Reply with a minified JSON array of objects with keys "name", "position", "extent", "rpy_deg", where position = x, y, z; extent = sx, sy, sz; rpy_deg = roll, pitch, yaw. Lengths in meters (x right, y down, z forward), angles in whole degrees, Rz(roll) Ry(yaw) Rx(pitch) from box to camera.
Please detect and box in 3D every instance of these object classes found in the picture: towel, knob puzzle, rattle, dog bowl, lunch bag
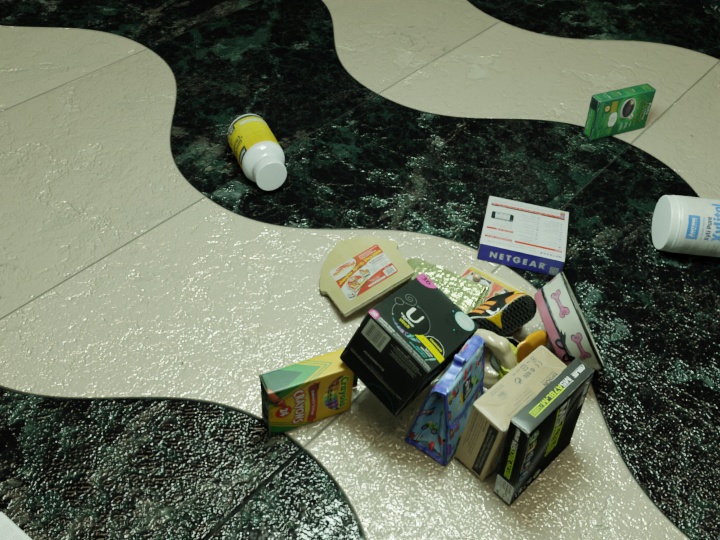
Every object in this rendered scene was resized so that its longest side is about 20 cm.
[{"name":"towel","position":[0.160,0.061,1.643],"extent":[0.196,0.037,0.150],"rpy_deg":[21,61,20]},{"name":"knob puzzle","position":[0.000,0.000,1.696],"extent":[0.214,0.031,0.223],"rpy_deg":[-12,45,12]},{"name":"rattle","position":[0.237,0.144,1.508],"extent":[0.198,0.131,0.144],"rpy_deg":[-4,42,51]},{"name":"dog bowl","position":[0.406,0.110,1.533],"extent":[0.073,0.201,0.203],"rpy_deg":[-25,42,15]},{"name":"knob puzzle","position":[0.261,0.070,1.668],"extent":[0.214,0.031,0.223],"rpy_deg":[3,45,-2]},{"name":"lunch bag","position":[0.162,0.216,1.386],"extent":[0.093,0.203,0.150],"rpy_deg":[27,48,23]}]

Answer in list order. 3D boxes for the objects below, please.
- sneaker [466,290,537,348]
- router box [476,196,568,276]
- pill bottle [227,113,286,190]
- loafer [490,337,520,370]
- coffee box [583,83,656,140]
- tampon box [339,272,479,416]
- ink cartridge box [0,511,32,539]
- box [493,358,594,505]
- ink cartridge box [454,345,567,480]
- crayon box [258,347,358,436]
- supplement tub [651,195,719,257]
[{"name":"sneaker","position":[0.254,0.100,1.572],"extent":[0.196,0.071,0.090],"rpy_deg":[-25,14,-2]},{"name":"router box","position":[0.380,-0.083,1.822],"extent":[0.195,0.050,0.181],"rpy_deg":[13,45,9]},{"name":"pill bottle","position":[-0.253,-0.291,1.936],"extent":[0.110,0.114,0.201],"rpy_deg":[-15,47,-19]},{"name":"loafer","position":[0.339,0.199,1.513],"extent":[0.198,0.071,0.075],"rpy_deg":[33,50,26]},{"name":"coffee box","position":[0.719,-0.442,2.170],"extent":[0.196,0.125,0.044],"rpy_deg":[-16,44,-19]},{"name":"tampon box","position":[0.089,0.126,1.395],"extent":[0.150,0.127,0.199],"rpy_deg":[43,38,12]},{"name":"ink cartridge box","position":[-0.563,0.487,1.161],"extent":[0.171,0.044,0.200],"rpy_deg":[29,49,22]},{"name":"box","position":[0.313,0.277,1.337],"extent":[0.191,0.203,0.047],"rpy_deg":[-30,50,-32]},{"name":"ink cartridge box","position":[0.269,0.252,1.383],"extent":[0.198,0.167,0.075],"rpy_deg":[-33,58,-32]},{"name":"crayon box","position":[-0.083,0.216,1.419],"extent":[0.196,0.129,0.051],"rpy_deg":[-16,47,-19]},{"name":"supplement tub","position":[0.797,-0.101,1.818],"extent":[0.195,0.134,0.134],"rpy_deg":[5,43,1]}]
